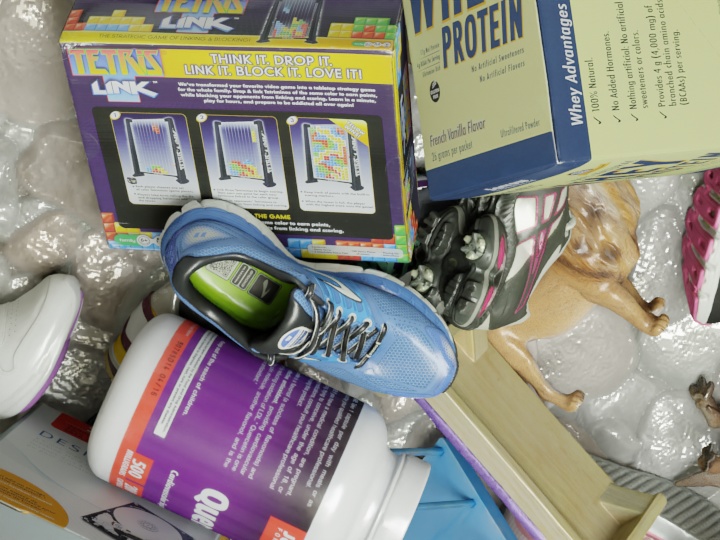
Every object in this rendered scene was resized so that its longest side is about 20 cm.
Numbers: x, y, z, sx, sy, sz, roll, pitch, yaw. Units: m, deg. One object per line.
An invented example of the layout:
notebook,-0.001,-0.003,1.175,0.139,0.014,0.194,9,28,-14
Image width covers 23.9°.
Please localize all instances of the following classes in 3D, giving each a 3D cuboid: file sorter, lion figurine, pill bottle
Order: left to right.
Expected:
pill bottle,-0.062,0.114,1.059,0.199,0.113,0.113,25,112,1
file sorter,0.033,0.235,1.146,0.122,0.200,0.139,3,134,-43
lion figurine,0.129,0.022,1.156,0.122,0.073,0.200,39,112,-7

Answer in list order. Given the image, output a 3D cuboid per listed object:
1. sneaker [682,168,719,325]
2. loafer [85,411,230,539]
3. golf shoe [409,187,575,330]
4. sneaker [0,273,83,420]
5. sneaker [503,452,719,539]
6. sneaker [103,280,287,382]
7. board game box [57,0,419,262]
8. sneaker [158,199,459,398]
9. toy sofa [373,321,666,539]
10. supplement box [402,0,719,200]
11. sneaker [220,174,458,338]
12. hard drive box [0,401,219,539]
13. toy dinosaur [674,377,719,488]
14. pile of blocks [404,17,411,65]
sneaker,0.276,-0.050,1.136,0.087,0.074,0.201,12,110,-7
loafer,-0.122,0.177,1.198,0.073,0.072,0.200,-36,115,12
golf shoe,0.100,-0.057,1.079,0.088,0.077,0.201,13,104,-45
sneaker,-0.269,0.064,1.119,0.200,0.075,0.100,-40,116,12
sneaker,0.192,0.206,1.256,0.199,0.075,0.105,22,112,-13
sneaker,-0.071,0.082,1.156,0.199,0.075,0.090,31,114,-22
board game box,-0.068,-0.086,1.032,0.199,0.057,0.166,3,133,9
sneaker,-0.032,0.033,1.025,0.199,0.089,0.079,24,112,-12
toy sofa,0.099,0.125,1.142,0.200,0.083,0.098,49,133,0
supplement box,0.141,-0.153,0.957,0.199,0.134,0.201,-7,87,-28
sneaker,0.000,0.000,1.111,0.199,0.088,0.075,-14,135,2
hard drive box,-0.173,0.168,1.065,0.155,0.200,0.077,25,98,-1
toy dinosaur,0.317,0.110,1.218,0.135,0.086,0.200,26,112,-21
pile of blocks,0.031,-0.142,1.053,0.199,0.082,0.062,-10,117,-3
